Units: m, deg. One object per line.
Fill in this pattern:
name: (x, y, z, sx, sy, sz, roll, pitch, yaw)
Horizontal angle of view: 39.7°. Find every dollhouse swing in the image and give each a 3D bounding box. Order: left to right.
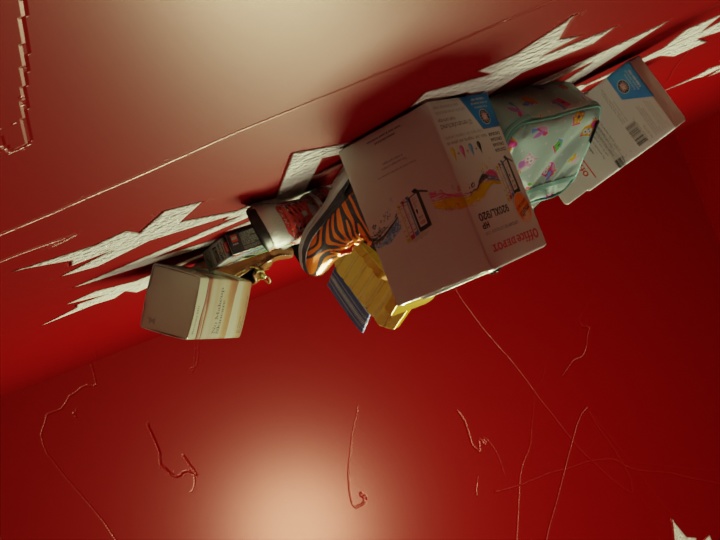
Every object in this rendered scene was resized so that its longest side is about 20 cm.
dollhouse swing: (0.000, 0.000, 1.548, 0.181, 0.201, 0.176, -17, 153, -54)

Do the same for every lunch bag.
lunch bag: (0.222, -0.156, 1.304, 0.198, 0.077, 0.162, -17, 136, -36)

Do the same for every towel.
towel: (0.013, -0.018, 1.696, 0.024, 0.145, 0.202, 6, 120, -34)

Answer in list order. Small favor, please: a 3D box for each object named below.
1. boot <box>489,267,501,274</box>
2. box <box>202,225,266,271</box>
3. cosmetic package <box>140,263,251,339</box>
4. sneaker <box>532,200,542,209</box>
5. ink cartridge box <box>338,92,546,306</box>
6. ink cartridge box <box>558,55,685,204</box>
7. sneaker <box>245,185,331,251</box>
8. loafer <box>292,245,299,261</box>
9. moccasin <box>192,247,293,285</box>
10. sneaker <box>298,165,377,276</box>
boot: (0.246, -0.109, 1.823, 0.076, 0.168, 0.201, -25, 157, -54)
box: (-0.145, -0.056, 1.596, 0.198, 0.035, 0.110, -21, 177, -31)
cosmetic package: (-0.256, 0.051, 1.583, 0.086, 0.105, 0.200, 14, -177, 17)
sneaker: (0.238, -0.130, 1.488, 0.074, 0.079, 0.200, -66, 176, 29)
ink cartridge box: (0.099, -0.084, 1.183, 0.144, 0.202, 0.147, -23, 178, 38)
ink cartridge box: (0.350, -0.200, 1.445, 0.199, 0.117, 0.068, -38, 176, 35)
sneaker: (-0.085, -0.077, 1.352, 0.107, 0.068, 0.201, -28, 177, 5)
loafer: (-0.087, -0.058, 1.799, 0.072, 0.073, 0.200, -30, -172, -8)
moccasin: (-0.199, -0.003, 1.760, 0.200, 0.079, 0.073, -20, 177, -45)
sneaker: (-0.007, -0.044, 1.305, 0.077, 0.112, 0.201, -25, 153, -45)
